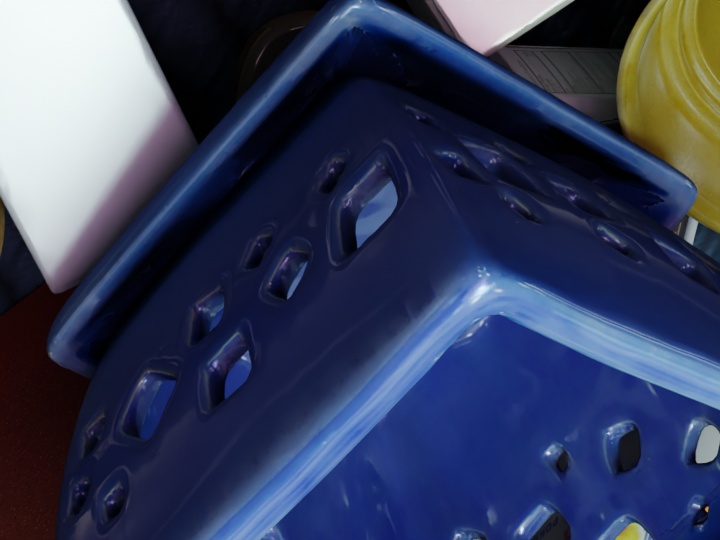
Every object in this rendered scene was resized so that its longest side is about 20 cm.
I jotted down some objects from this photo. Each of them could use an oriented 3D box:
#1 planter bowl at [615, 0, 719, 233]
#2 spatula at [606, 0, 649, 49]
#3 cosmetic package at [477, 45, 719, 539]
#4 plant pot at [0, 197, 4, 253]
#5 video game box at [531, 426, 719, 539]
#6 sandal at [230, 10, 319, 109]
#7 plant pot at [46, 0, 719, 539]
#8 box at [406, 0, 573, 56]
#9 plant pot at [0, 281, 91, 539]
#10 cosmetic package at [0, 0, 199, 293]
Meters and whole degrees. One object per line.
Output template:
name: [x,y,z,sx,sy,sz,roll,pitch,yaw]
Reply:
planter bowl: [0.189,-0.094,0.893,0.200,0.084,0.201,2,142,2]
spatula: [0.102,-0.083,0.991,0.056,0.021,0.201,19,105,-24]
cosmetic package: [0.078,0.013,0.990,0.082,0.051,0.201,0,119,-17]
plant pot: [-0.225,-0.039,0.857,0.200,0.186,0.187,31,102,-38]
video game box: [0.148,0.148,0.993,0.199,0.047,0.182,23,132,-18]
sandal: [0.000,0.000,0.970,0.080,0.054,0.201,-8,100,-16]
plant pot: [0.020,0.038,0.830,0.200,0.180,0.200,25,119,-36]
box: [0.097,-0.160,0.912,0.200,0.095,0.078,-34,98,0]
plant pot: [-0.100,0.147,0.947,0.200,0.176,0.200,-38,115,2]
cosmetic package: [-0.124,-0.105,0.882,0.071,0.101,0.200,-26,114,-2]
